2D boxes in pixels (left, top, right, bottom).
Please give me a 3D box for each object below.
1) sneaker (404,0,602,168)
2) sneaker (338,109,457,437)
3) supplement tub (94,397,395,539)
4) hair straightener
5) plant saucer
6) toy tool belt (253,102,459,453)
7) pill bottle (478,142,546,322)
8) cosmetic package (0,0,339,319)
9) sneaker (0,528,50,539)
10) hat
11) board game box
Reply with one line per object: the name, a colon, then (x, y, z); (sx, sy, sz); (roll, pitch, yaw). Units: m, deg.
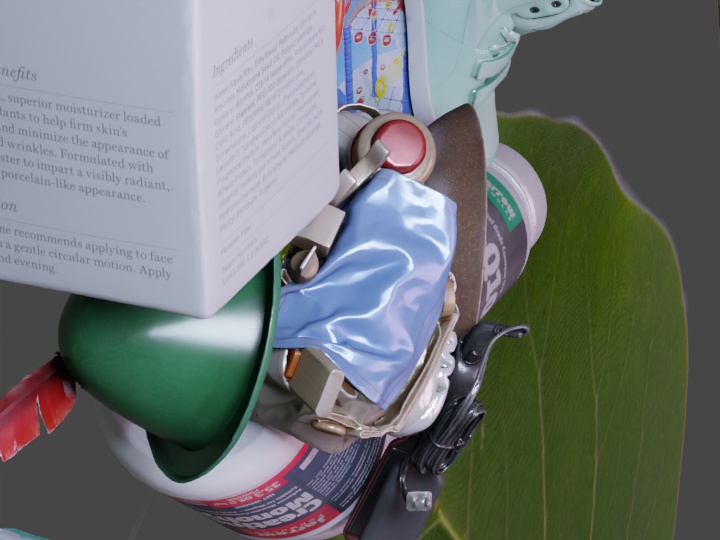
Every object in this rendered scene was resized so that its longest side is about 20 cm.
sneaker: (0.094, -0.140, 1.890); (0.074, 0.118, 0.201); (-61, 149, -48)
sneaker: (0.000, 0.000, 1.736); (0.081, 0.075, 0.201); (8, 63, -45)
supplement tub: (-0.062, 0.083, 1.790); (0.200, 0.140, 0.141); (40, 63, -66)
hair straightener: (0.046, 0.111, 1.743); (0.200, 0.041, 0.077); (-58, -160, 29)
plant saucer: (0.040, -0.003, 1.831); (0.200, 0.037, 0.201); (-174, -90, -81)
toy tool belt: (0.003, -0.005, 1.638); (0.123, 0.125, 0.201); (137, -25, -73)
pill bottle: (0.049, -0.012, 2.063); (0.200, 0.113, 0.114); (-45, 141, -56)
cosmetic package: (-0.117, -0.109, 1.510); (0.165, 0.164, 0.201); (-45, 141, -55)
sneaker: (-0.204, 0.191, 1.583); (0.200, 0.077, 0.092); (5, 100, -67)
hat: (-0.153, 0.021, 1.585); (0.166, 0.175, 0.200); (-58, -150, 35)
board game box: (-0.009, -0.149, 1.865); (0.200, 0.056, 0.197); (-27, 119, -65)
